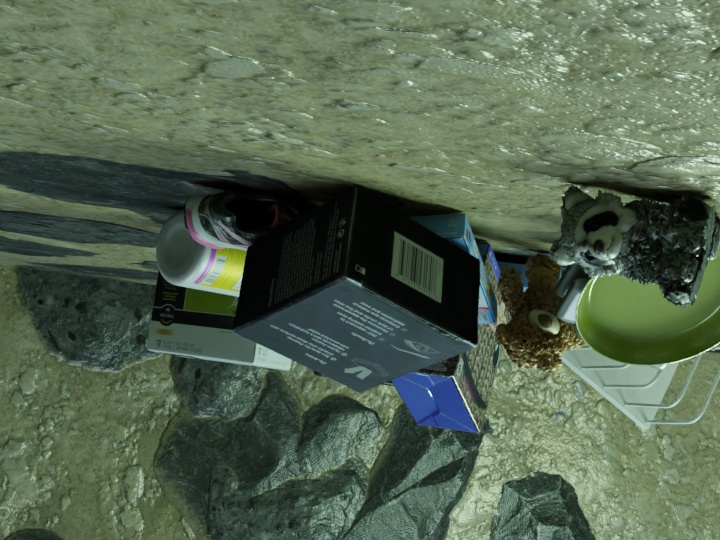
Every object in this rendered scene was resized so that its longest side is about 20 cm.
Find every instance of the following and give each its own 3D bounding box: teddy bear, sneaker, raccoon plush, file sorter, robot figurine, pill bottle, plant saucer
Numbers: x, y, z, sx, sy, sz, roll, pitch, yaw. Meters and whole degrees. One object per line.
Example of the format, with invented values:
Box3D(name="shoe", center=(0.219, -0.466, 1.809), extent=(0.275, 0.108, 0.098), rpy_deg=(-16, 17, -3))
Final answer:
Box3D(name="teddy bear", center=(0.240, 0.048, 1.530), extent=(0.066, 0.146, 0.199), rpy_deg=(-33, 175, 35))
Box3D(name="sneaker", center=(-0.102, -0.050, 1.391), extent=(0.198, 0.082, 0.086), rpy_deg=(4, 167, -36))
Box3D(name="raccoon plush", center=(0.258, -0.023, 1.117), extent=(0.132, 0.098, 0.200), rpy_deg=(14, 178, 22))
Box3D(name="file sorter", center=(0.396, 0.109, 1.666), extent=(0.199, 0.140, 0.124), rpy_deg=(39, 159, -19))
Box3D(name="robot figurine", center=(0.342, 0.047, 1.472), extent=(0.198, 0.171, 0.113), rpy_deg=(18, 137, -7))
Box3D(name="pill bottle", center=(-0.182, -0.018, 1.671), extent=(0.103, 0.106, 0.199), rpy_deg=(3, 173, 41))
Box3D(name="plant saucer", center=(0.338, 0.030, 1.340), extent=(0.197, 0.031, 0.202), rpy_deg=(-1, 135, -1))

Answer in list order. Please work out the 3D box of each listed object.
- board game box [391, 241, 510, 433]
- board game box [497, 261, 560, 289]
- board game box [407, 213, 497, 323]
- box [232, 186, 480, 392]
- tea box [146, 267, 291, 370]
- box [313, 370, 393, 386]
Box3D(name="board game box", center=(0.121, 0.087, 1.582), extent=(0.096, 0.202, 0.160), rpy_deg=(5, 149, 24))
Box3D(name="board game box", center=(0.215, 0.015, 1.759), extent=(0.149, 0.037, 0.200), rpy_deg=(7, 176, 7))
Box3D(name="board game box", center=(0.073, 0.004, 1.423), extent=(0.149, 0.037, 0.201), rpy_deg=(-2, 149, 17))
Box3D(name="box", center=(-0.003, 0.028, 1.326), extent=(0.196, 0.119, 0.199), rpy_deg=(29, 143, -33))
Box3D(name="tea box", center=(-0.210, 0.045, 1.882), extent=(0.198, 0.200, 0.133), rpy_deg=(6, 174, 25))
Box3D(name="box", center=(0.009, 0.085, 1.985), extent=(0.146, 0.203, 0.104), rpy_deg=(9, 175, -9))
